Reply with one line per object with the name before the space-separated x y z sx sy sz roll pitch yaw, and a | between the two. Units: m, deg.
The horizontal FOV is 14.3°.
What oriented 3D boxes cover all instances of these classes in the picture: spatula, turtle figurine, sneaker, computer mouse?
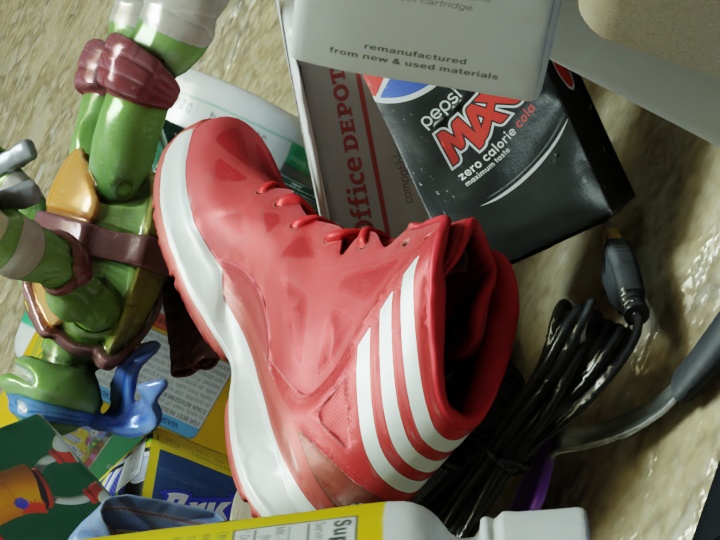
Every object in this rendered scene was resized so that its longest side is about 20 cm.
spatula | 0.094 0.044 0.964 0.200 0.021 0.057 -46 16 39
turtle figurine | -0.138 -0.046 1.122 0.195 0.199 0.144 -67 -19 -4
sneaker | 0.000 0.000 1.018 0.115 0.078 0.200 -38 50 22
computer mouse | 0.041 0.028 1.049 0.141 0.046 0.200 -49 13 12

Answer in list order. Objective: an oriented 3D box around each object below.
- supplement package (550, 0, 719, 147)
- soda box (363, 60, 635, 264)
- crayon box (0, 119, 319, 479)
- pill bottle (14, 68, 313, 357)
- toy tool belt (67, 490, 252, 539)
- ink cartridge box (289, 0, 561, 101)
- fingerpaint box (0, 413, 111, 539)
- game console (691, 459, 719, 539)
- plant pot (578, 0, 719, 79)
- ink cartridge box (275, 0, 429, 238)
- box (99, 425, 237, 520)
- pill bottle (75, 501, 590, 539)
supplement package | 0.114 -0.153 1.012 0.114 0.109 0.200 -53 23 29
soda box | 0.027 -0.100 1.034 0.063 0.201 0.071 -25 1 15
crayon box | -0.079 0.049 1.243 0.200 0.125 0.052 -60 20 15
pill bottle | -0.092 0.013 1.336 0.201 0.113 0.113 -66 20 -4
toy tool belt | -0.075 0.135 1.040 0.123 0.124 0.200 -87 15 -48
ink cartridge box | 0.035 -0.171 0.848 0.200 0.085 0.148 97 -177 -53
fingerpaint box | -0.194 0.166 1.101 0.073 0.167 0.200 46 134 24
game console | 0.152 0.062 0.789 0.200 0.031 0.177 -20 49 62
plant pot | 0.160 -0.147 0.797 0.177 0.199 0.201 122 162 -54
ink cartridge box | 0.007 -0.073 1.165 0.200 0.068 0.116 -102 0 -63
box | -0.106 0.144 1.192 0.200 0.070 0.064 -43 30 47
pill bottle | -0.023 0.132 0.881 0.114 0.199 0.115 -7 -90 -87
